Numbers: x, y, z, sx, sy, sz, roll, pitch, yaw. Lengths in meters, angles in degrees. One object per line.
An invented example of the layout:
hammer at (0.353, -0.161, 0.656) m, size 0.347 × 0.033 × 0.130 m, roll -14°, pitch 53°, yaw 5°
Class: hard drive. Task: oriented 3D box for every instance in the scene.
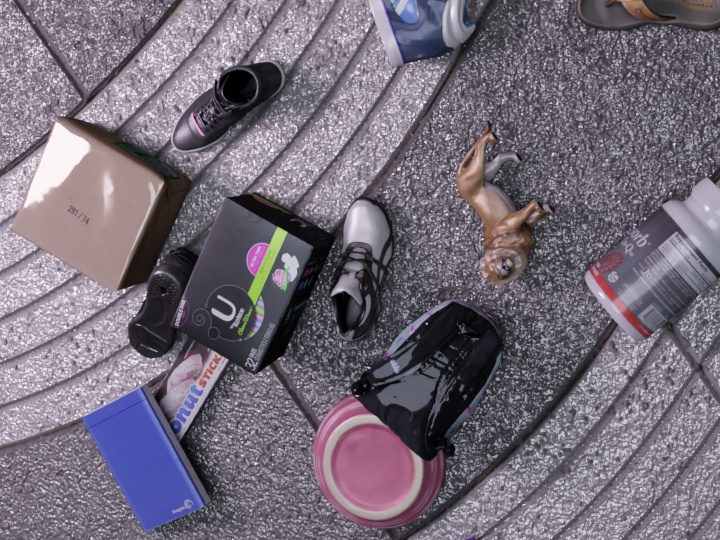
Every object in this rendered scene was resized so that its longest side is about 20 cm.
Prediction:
hard drive at (-0.326, 0.286, 1.550) m, size 0.130 × 0.025 × 0.203 m, roll -26°, pitch 95°, yaw 27°

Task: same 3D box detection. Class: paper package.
paper package at (-0.380, -0.098, 1.498) m, size 0.198 × 0.103 × 0.193 m, roll 30°, pitch 103°, yaw 10°

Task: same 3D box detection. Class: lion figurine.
lion figurine at (0.180, -0.088, 1.383) m, size 0.122 × 0.072 × 0.203 m, roll -36°, pitch 73°, yaw 28°

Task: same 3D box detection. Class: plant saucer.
plant saucer at (0.023, 0.276, 1.468) m, size 0.196 × 0.051 × 0.205 m, roll 2°, pitch 98°, yaw 14°

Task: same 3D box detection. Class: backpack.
backpack at (0.101, 0.131, 1.383) m, size 0.166 × 0.127 × 0.201 m, roll 39°, pitch 93°, yaw -4°

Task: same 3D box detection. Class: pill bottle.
pill bottle at (0.395, -0.015, 1.306) m, size 0.200 × 0.116 × 0.116 m, roll -43°, pitch 86°, yaw 14°

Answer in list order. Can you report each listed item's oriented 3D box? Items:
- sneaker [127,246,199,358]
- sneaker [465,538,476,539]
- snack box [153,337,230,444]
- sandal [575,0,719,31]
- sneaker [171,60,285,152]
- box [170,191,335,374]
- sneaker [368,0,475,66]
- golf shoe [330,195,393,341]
sneaker at (-0.280, 0.043, 1.512) m, size 0.075 × 0.115 × 0.201 m, roll 30°, pitch 131°, yaw 4°
sneaker at (0.087, 0.447, 1.463) m, size 0.099 × 0.069 × 0.201 m, roll 38°, pitch 103°, yaw 9°
snack box at (-0.262, 0.178, 1.541) m, size 0.071 × 0.024 × 0.202 m, roll 34°, pitch 104°, yaw 8°
sandal at (0.375, -0.343, 1.302) m, size 0.196 × 0.055 × 0.084 m, roll 11°, pitch 99°, yaw 13°
sneaker at (-0.203, -0.232, 1.439) m, size 0.198 × 0.099 × 0.072 m, roll -32°, pitch 91°, yaw 17°
box at (-0.149, 0.014, 1.443) m, size 0.147 × 0.124 × 0.203 m, roll 27°, pitch 104°, yaw 9°
sneaker at (0.080, -0.385, 1.366) m, size 0.144 × 0.081 × 0.204 m, roll -18°, pitch 89°, yaw 7°
golf shoe at (0.000, 0.000, 1.419) m, size 0.076 × 0.094 × 0.205 m, roll 4°, pitch 96°, yaw 14°
